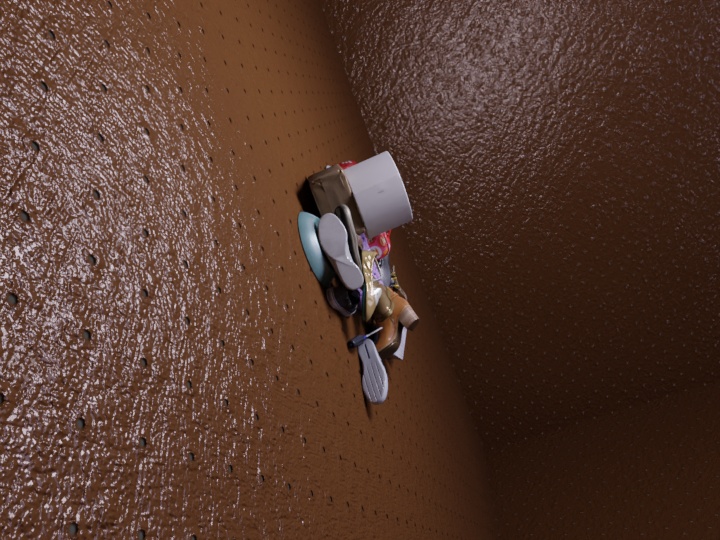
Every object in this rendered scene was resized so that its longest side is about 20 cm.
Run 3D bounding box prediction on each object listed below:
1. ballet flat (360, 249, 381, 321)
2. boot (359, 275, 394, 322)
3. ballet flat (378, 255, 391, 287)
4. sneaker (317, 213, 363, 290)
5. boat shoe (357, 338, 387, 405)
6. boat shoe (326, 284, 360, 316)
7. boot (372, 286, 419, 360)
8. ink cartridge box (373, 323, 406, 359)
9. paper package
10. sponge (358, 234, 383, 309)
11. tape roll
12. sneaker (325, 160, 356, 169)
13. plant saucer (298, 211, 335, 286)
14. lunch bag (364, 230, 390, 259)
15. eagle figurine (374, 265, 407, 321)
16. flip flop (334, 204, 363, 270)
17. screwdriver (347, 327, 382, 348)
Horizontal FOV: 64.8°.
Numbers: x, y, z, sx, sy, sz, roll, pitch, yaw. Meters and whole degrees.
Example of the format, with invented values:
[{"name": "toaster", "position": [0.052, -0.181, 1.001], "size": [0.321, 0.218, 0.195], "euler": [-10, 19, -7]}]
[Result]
[{"name": "ballet flat", "position": [0.029, 0.036, 1.518], "size": [0.069, 0.061, 0.206], "euler": [98, -12, -67]}, {"name": "boot", "position": [0.003, 0.038, 1.599], "size": [0.200, 0.066, 0.176], "euler": [43, 13, -18]}, {"name": "ballet flat", "position": [0.063, -0.002, 1.833], "size": [0.065, 0.057, 0.205], "euler": [17, 59, -25]}, {"name": "sneaker", "position": [-0.058, -0.043, 1.446], "size": [0.088, 0.073, 0.205], "euler": [163, -95, -81]}, {"name": "boat shoe", "position": [0.043, 0.278, 1.529], "size": [0.071, 0.071, 0.203], "euler": [53, 19, -42]}, {"name": "boat shoe", "position": [-0.032, 0.073, 1.521], "size": [0.200, 0.065, 0.072], "euler": [40, 32, -68]}, {"name": "boot", "position": [0.067, 0.162, 1.694], "size": [0.155, 0.200, 0.074], "euler": [45, -1, 32]}, {"name": "ink cartridge box", "position": [0.101, 0.169, 1.790], "size": [0.136, 0.074, 0.206], "euler": [43, 55, -67]}, {"name": "paper package", "position": [-0.068, -0.186, 1.583], "size": [0.200, 0.101, 0.195], "euler": [-116, -176, -74]}, {"name": "sponge", "position": [0.000, 0.000, 1.715], "size": [0.110, 0.029, 0.205], "euler": [-32, 108, -34]}, {"name": "tape roll", "position": [0.048, -0.209, 1.581], "size": [0.203, 0.136, 0.208], "euler": [158, -89, -89]}, {"name": "sneaker", "position": [-0.061, -0.314, 1.874], "size": [0.202, 0.113, 0.079], "euler": [-93, 159, -54]}, {"name": "plant saucer", "position": [-0.104, -0.062, 1.473], "size": [0.200, 0.035, 0.205], "euler": [-20, 91, -78]}, {"name": "lunch bag", "position": [0.013, -0.125, 1.774], "size": [0.082, 0.172, 0.205], "euler": [-47, 117, -76]}, {"name": "eagle figurine", "position": [0.064, 0.059, 1.922], "size": [0.150, 0.154, 0.198], "euler": [36, 40, 24]}, {"name": "flip flop", "position": [-0.023, -0.074, 1.485], "size": [0.057, 0.080, 0.206], "euler": [-22, 110, -37]}, {"name": "screwdriver", "position": [0.021, 0.176, 1.561], "size": [0.028, 0.030, 0.199], "euler": [38, 28, 17]}]
